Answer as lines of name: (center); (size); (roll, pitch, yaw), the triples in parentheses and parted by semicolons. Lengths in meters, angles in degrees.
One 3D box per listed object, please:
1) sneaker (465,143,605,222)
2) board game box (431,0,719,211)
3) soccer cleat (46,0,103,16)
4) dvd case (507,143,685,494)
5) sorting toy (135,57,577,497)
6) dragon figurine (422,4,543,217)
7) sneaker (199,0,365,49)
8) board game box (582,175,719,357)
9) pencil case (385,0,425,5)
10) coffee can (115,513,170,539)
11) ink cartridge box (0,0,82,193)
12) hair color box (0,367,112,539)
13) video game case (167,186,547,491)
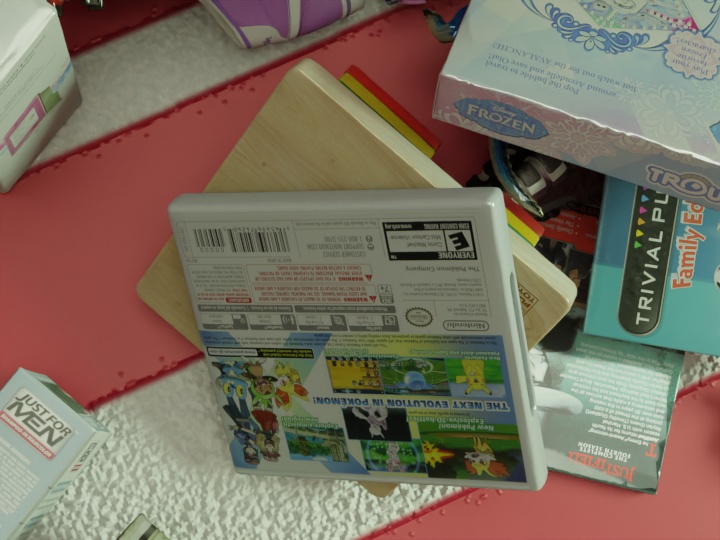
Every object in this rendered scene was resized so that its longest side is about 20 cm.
sneaker: (0.145, -0.044, 0.978); (0.200, 0.076, 0.116); (-42, 104, 3)
board game box: (0.162, -0.137, 0.864); (0.198, 0.044, 0.200); (19, 58, 7)
soccer cleat: (-0.110, -0.200, 0.909); (0.198, 0.069, 0.086); (-9, 94, -1)
dvd case: (0.139, 0.028, 1.014); (0.144, 0.022, 0.202); (13, 82, -3)
sorting toy: (0.000, 0.000, 0.938); (0.200, 0.070, 0.199); (40, 126, -1)
dragon figurine: (0.097, -0.136, 0.930); (0.099, 0.059, 0.201); (-34, 45, 28)
sneaker: (-0.073, -0.230, 0.959); (0.113, 0.073, 0.202); (-22, 114, -13)
board game box: (0.236, -0.024, 0.908); (0.198, 0.047, 0.153); (9, 106, 11)
pencil case: (0.009, -0.268, 1.002); (0.086, 0.083, 0.202); (-25, 87, -3)
coffee can: (-0.098, 0.260, 0.911); (0.200, 0.146, 0.147); (40, 83, 1)
ink cartridge box: (-0.245, -0.134, 0.913); (0.144, 0.200, 0.085); (38, 79, 0)
hair color box: (-0.235, 0.154, 0.934); (0.060, 0.099, 0.200); (39, 83, 1)
video game case: (-0.001, 0.040, 0.906); (0.198, 0.022, 0.184); (0, 117, 24)
